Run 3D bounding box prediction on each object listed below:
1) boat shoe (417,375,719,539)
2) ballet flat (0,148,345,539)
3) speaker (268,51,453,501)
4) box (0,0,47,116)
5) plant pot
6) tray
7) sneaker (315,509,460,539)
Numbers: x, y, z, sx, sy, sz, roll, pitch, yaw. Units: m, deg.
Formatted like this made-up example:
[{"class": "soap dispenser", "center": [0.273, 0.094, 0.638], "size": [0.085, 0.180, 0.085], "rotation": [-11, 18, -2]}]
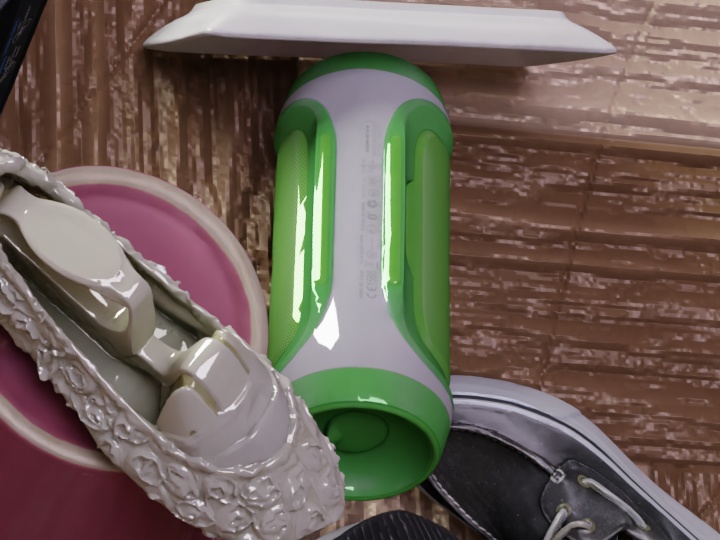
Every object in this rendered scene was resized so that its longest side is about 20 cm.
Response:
[{"class": "boat shoe", "center": [0.099, 0.117, 1.331], "size": [0.200, 0.072, 0.071], "rotation": [31, 25, -7]}, {"class": "ballet flat", "center": [-0.082, 0.029, 1.113], "size": [0.200, 0.072, 0.072], "rotation": [41, 61, -2]}, {"class": "speaker", "center": [0.000, 0.000, 1.324], "size": [0.088, 0.089, 0.200], "rotation": [14, 49, -15]}, {"class": "box", "center": [-0.197, -0.059, 1.232], "size": [0.046, 0.200, 0.159], "rotation": [38, 61, 0]}, {"class": "plant pot", "center": [-0.123, 0.049, 1.229], "size": [0.200, 0.179, 0.200], "rotation": [8, 66, -18]}, {"class": "tray", "center": [0.008, -0.111, 1.382], "size": [0.200, 0.107, 0.022], "rotation": [1, 91, -20]}, {"class": "sneaker", "center": [-0.028, 0.155, 1.286], "size": [0.200, 0.088, 0.074], "rotation": [-6, 74, -49]}]
